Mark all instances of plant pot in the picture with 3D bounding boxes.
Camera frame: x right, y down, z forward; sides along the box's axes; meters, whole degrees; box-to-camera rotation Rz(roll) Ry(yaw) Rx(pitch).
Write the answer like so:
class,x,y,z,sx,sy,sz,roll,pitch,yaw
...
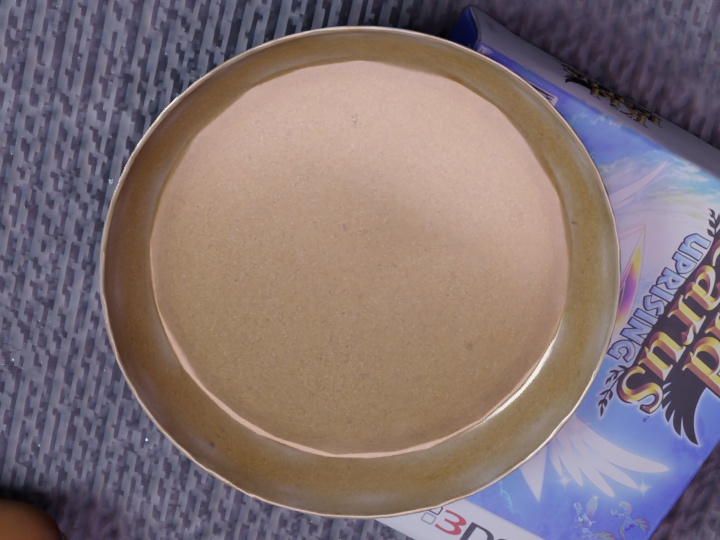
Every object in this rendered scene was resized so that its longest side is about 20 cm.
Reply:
class,x,y,z,sx,sy,sz,roll,pitch,yaw
plant pot,0.000,0.000,0.876,0.198,0.028,0.202,0,112,0

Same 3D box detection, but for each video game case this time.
class,x,y,z,sx,sy,sz,roll,pitch,yaw
video game case,0.069,0.024,0.928,0.180,0.046,0.201,27,109,-16

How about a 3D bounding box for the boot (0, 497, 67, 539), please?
class,x,y,z,sx,sy,sz,roll,pitch,yaw
boot,-0.215,0.063,0.913,0.198,0.074,0.156,0,110,-7
